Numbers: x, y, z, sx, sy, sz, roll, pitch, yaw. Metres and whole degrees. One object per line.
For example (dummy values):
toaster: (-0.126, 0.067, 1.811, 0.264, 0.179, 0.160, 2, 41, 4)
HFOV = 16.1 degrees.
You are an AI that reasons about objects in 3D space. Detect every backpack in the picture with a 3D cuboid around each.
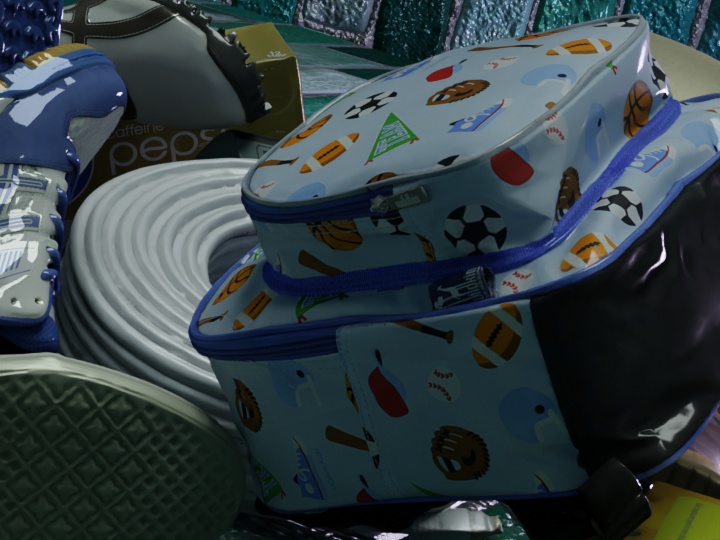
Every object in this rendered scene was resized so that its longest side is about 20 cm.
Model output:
backpack: (0.037, 0.008, 0.875, 0.190, 0.155, 0.200, -20, 9, 35)

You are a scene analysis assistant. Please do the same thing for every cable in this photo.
cable: (-0.031, 0.026, 1.046, 0.199, 0.069, 0.200, 4, 33, -21)

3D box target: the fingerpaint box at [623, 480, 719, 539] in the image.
fingerpaint box: (0.148, 0.141, 0.797, 0.166, 0.074, 0.200, 16, 10, 11)

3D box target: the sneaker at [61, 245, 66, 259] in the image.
sneaker: (-0.096, -0.008, 1.242, 0.070, 0.082, 0.200, 23, 13, 39)

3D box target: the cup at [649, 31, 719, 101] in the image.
cup: (0.170, -0.024, 1.327, 0.200, 0.201, 0.143, 6, 4, -42)

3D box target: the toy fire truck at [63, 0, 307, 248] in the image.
toy fire truck: (-0.110, -0.101, 1.394, 0.175, 0.201, 0.129, 10, 11, -26)

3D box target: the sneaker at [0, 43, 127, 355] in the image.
sneaker: (-0.139, 0.000, 0.960, 0.088, 0.200, 0.075, 31, -30, 13)

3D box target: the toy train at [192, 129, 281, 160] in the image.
toy train: (0.000, 0.000, 1.220, 0.199, 0.085, 0.114, 9, 54, -35)

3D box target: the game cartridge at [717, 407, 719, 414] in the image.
game cartridge: (0.215, 0.017, 1.229, 0.032, 0.201, 0.176, 3, 1, 33)

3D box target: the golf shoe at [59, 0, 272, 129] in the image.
golf shoe: (-0.137, -0.089, 1.199, 0.199, 0.095, 0.078, 17, -33, 28)

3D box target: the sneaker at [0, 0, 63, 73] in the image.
sneaker: (-0.176, -0.049, 1.062, 0.078, 0.201, 0.070, 3, -10, 32)

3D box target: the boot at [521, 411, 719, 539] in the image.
boot: (0.110, 0.080, 1.035, 0.200, 0.072, 0.166, 25, 15, -34)

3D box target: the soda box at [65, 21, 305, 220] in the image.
soda box: (-0.129, -0.071, 1.283, 0.199, 0.068, 0.064, -11, 23, -11)

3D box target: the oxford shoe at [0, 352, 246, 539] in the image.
oxford shoe: (-0.136, 0.055, 0.853, 0.199, 0.076, 0.058, 7, 14, -16)
